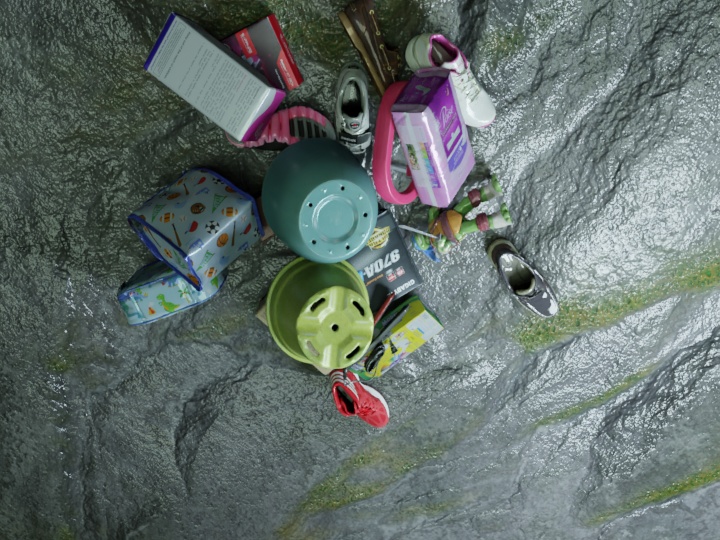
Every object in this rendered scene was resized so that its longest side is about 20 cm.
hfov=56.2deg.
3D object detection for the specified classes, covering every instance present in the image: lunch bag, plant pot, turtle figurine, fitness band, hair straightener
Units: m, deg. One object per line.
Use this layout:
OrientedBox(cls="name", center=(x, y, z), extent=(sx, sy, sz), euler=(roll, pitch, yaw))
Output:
OrientedBox(cls="lunch bag", center=(-0.298, -0.088, 1.210), extent=(0.198, 0.170, 0.125), euler=(33, 151, 26))
OrientedBox(cls="plant pot", center=(-0.058, 0.080, 1.156), extent=(0.194, 0.184, 0.207), euler=(-2, 97, -13))
OrientedBox(cls="plant pot", center=(-0.059, -0.106, 1.126), extent=(0.195, 0.161, 0.206), euler=(-5, 110, -14))
OrientedBox(cls="turtle figurine", center=(0.164, -0.109, 1.216), extent=(0.190, 0.145, 0.203), euler=(-20, 116, 14))
OrientedBox(cls="fitness band", center=(0.071, -0.217, 1.150), extent=(0.037, 0.142, 0.206), euler=(9, 95, 34))
OrientedBox(cls="lunch bag", center=(-0.361, 0.022, 1.304), extent=(0.195, 0.161, 0.084), euler=(-19, 108, 10))
OrientedBox(cls="hair straightener", center=(0.033, 0.143, 1.269), extent=(0.076, 0.041, 0.202), euler=(35, 100, 3))

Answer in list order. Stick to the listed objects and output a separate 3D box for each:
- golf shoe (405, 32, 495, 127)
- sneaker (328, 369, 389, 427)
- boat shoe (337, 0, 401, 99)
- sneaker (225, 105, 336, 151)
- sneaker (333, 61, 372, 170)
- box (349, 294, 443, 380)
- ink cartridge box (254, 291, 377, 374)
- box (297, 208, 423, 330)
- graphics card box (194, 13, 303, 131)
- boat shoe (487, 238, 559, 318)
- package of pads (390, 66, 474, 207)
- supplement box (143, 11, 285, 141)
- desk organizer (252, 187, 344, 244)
OrientedBox(cls="golf shoe", center=(0.161, -0.320, 1.141), extent=(0.199, 0.091, 0.076), euler=(39, 81, -15))
OrientedBox(cls="sneaker", center=(-0.006, 0.290, 1.420), extent=(0.078, 0.116, 0.200), euler=(-34, 115, 18))
OrientedBox(cls="boat shoe", center=(0.035, -0.361, 1.146), extent=(0.069, 0.071, 0.202), euler=(-29, 119, 3))
OrientedBox(cls="sneaker", center=(-0.141, -0.244, 1.211), extent=(0.194, 0.095, 0.082), euler=(5, 83, -3))
OrientedBox(cls="sneaker", center=(-0.017, -0.255, 1.193), extent=(0.072, 0.089, 0.205), euler=(-3, 116, 3))
OrientedBox(cls="box", center=(0.062, 0.140, 1.346), extent=(0.198, 0.049, 0.117), euler=(-39, 146, 8))
OrientedBox(cls="ink cartridge box", center=(-0.086, 0.084, 1.359), extent=(0.199, 0.076, 0.165), euler=(42, 109, -14))
OrientedBox(cls="box", center=(0.000, 0.000, 1.280), extent=(0.197, 0.046, 0.162), euler=(-29, 103, -10))
OrientedBox(cls="graphics card box", center=(-0.213, -0.345, 1.184), extent=(0.195, 0.051, 0.128), euler=(-21, 112, 14))
OrientedBox(cls="boat shoe", center=(0.319, 0.027, 1.310), extent=(0.071, 0.065, 0.201), euler=(-36, 108, 17))
OrientedBox(cls="package of pads", center=(0.126, -0.222, 1.133), extent=(0.074, 0.122, 0.202), euler=(9, 141, 33))
OrientedBox(cls="supplement box", center=(-0.234, -0.311, 1.102), extent=(0.198, 0.101, 0.104), euler=(36, 103, 2))
OrientedBox(cls="desk organizer", center=(-0.121, -0.140, 1.261), extent=(0.197, 0.072, 0.078), euler=(-29, 108, 16))
